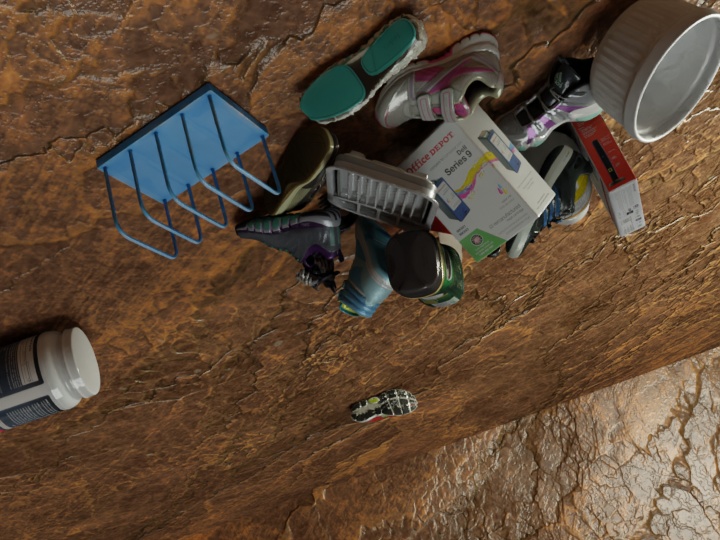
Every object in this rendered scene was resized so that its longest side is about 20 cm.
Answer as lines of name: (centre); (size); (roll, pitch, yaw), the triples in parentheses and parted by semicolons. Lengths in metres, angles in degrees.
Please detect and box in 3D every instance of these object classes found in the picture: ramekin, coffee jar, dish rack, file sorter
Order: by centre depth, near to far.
file sorter: (-0.227, -0.123, 1.103); (0.198, 0.124, 0.138); (-29, 152, 18)
ramekin: (0.425, -0.300, 1.188); (0.199, 0.105, 0.202); (-30, 144, -24)
dish rack: (0.034, -0.118, 1.215); (0.169, 0.044, 0.200); (19, 169, 3)
coffee jar: (0.104, -0.001, 1.306); (0.084, 0.106, 0.200); (-11, 169, 18)

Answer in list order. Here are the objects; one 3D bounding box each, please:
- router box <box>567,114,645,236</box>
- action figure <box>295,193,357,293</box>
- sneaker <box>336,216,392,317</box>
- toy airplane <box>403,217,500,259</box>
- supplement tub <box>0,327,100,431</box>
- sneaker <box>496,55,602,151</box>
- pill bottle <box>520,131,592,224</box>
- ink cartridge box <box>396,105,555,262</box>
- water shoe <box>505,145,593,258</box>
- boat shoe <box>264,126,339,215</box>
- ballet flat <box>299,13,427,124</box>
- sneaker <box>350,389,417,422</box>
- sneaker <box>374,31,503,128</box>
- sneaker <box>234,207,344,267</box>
router box: (0.417, -0.176, 1.393); (0.048, 0.181, 0.200); (-26, 154, 13)
action figure: (-0.078, -0.034, 1.396); (0.101, 0.119, 0.201); (-14, 146, -35)
sneaker: (0.000, 0.000, 1.407); (0.079, 0.201, 0.131); (27, 115, -22)
toy airplane: (0.162, -0.108, 1.423); (0.198, 0.142, 0.199); (37, 139, -16)
supplement tub: (-0.574, 0.189, 1.431); (0.197, 0.142, 0.141); (-18, 154, -3)
sneaker: (0.291, -0.271, 1.252); (0.198, 0.078, 0.140); (-28, 153, -6)
pill bottle: (0.353, -0.156, 1.461); (0.112, 0.114, 0.200); (-27, 153, 14)
ink cartridge box: (0.173, -0.137, 1.252); (0.145, 0.201, 0.087); (-38, -177, 44)
water shoe: (0.307, -0.101, 1.318); (0.202, 0.078, 0.072); (-62, -173, 3)
boat shoe: (-0.081, -0.149, 1.226); (0.064, 0.074, 0.200); (-6, 160, -36)
ballet flat: (0.010, -0.259, 1.083); (0.199, 0.073, 0.071); (-32, 152, 22)
sneaker: (0.067, 0.396, 2.369); (0.197, 0.078, 0.085); (-10, 160, 4)
sneaker: (0.113, -0.248, 1.143); (0.198, 0.089, 0.081); (-27, 153, 14)
sneaker: (-0.116, -0.045, 1.292); (0.198, 0.089, 0.074); (-3, -169, 34)
